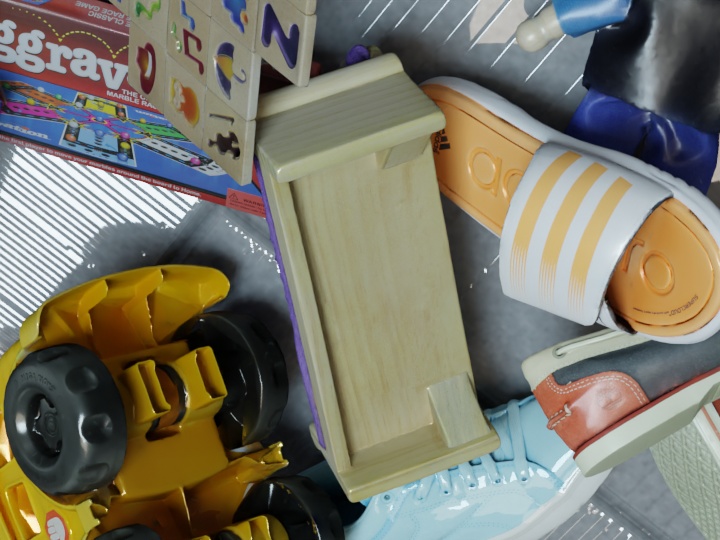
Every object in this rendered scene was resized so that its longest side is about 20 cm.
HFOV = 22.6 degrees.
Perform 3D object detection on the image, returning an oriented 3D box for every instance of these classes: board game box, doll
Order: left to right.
[{"bbox_3d":[-0.123,-0.088,0.886,0.199,0.019,0.103,16,140,2],"label":"board game box"},{"bbox_3d":[0.137,-0.089,0.850,0.136,0.048,0.201,20,115,2],"label":"doll"}]

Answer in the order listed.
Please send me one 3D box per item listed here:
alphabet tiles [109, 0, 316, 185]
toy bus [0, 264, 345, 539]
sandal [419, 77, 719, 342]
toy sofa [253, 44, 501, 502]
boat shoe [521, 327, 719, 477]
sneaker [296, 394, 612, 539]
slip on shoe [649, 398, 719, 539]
[{"bbox_3d":[-0.067,-0.143,0.752,0.167,0.008,0.201,42,138,38],"label":"alphabet tiles"},{"bbox_3d":[-0.127,0.122,0.910,0.192,0.135,0.201,-30,77,41],"label":"toy bus"},{"bbox_3d":[0.077,-0.022,0.817,0.206,0.059,0.079,32,130,38],"label":"sandal"},{"bbox_3d":[0.000,0.000,0.853,0.083,0.098,0.201,-20,124,-11],"label":"toy sofa"},{"bbox_3d":[0.174,0.026,0.862,0.200,0.071,0.063,-28,71,-9],"label":"boat shoe"},{"bbox_3d":[0.037,0.108,0.922,0.200,0.074,0.082,-30,139,19],"label":"sneaker"},{"bbox_3d":[0.209,0.116,0.923,0.061,0.074,0.200,-39,95,-18],"label":"slip on shoe"}]
